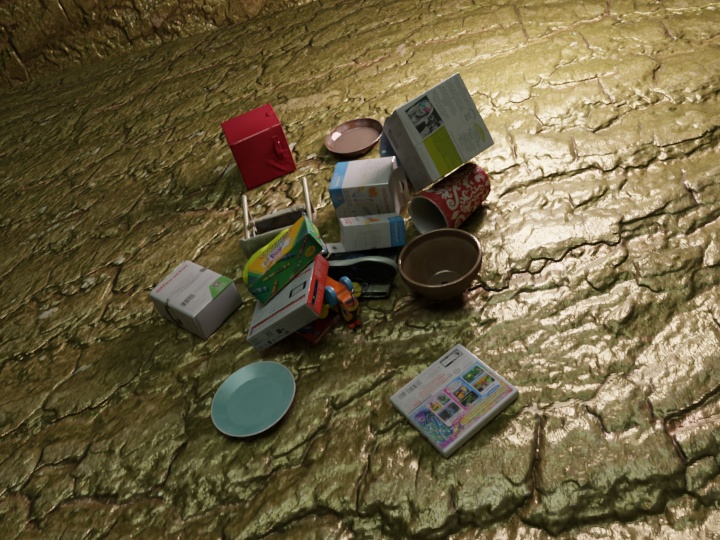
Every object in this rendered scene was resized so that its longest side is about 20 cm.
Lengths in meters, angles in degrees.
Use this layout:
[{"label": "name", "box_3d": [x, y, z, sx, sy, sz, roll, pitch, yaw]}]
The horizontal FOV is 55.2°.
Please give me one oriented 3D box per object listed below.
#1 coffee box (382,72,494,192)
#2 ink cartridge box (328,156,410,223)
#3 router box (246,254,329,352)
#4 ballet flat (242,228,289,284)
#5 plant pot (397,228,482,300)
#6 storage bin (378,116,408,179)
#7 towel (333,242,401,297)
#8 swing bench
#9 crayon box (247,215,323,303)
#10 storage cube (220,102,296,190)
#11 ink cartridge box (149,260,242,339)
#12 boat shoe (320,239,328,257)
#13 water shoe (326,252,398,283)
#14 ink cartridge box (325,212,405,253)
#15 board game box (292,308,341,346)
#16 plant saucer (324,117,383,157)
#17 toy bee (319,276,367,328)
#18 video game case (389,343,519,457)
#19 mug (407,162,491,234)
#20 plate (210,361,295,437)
[{"label": "coffee box", "box_3d": [0.197, -0.351, 1.778, 0.195, 0.203, 0.200, -31, 4, -7]}, {"label": "ink cartridge box", "box_3d": [0.030, -0.217, 1.890, 0.194, 0.131, 0.127, -4, 42, 19]}, {"label": "router box", "box_3d": [-0.168, 0.071, 1.608, 0.198, 0.049, 0.182, -31, 31, 29]}, {"label": "ballet flat", "box_3d": [-0.238, -0.029, 1.773, 0.200, 0.067, 0.067, -43, 14, 15]}, {"label": "plant pot", "box_3d": [0.190, 0.001, 1.606, 0.195, 0.094, 0.204, -11, 41, 9]}, {"label": "storage bin", "box_3d": [0.151, -0.342, 1.996, 0.131, 0.149, 0.201, 0, 33, -22]}, {"label": "towel", "box_3d": [0.000, 0.000, 1.739, 0.187, 0.035, 0.202, 0, 41, 18]}, {"label": "swing bench", "box_3d": [-0.221, -0.122, 1.888, 0.193, 0.132, 0.203, -14, 45, 5]}, {"label": "crayon box", "box_3d": [-0.181, -0.028, 1.639, 0.199, 0.058, 0.119, -42, 25, 10]}, {"label": "storage cube", "box_3d": [-0.326, -0.398, 2.205, 0.176, 0.174, 0.201, -23, 40, -5]}, {"label": "ink cartridge box", "box_3d": [-0.426, 0.072, 1.778, 0.197, 0.086, 0.146, 19, 52, 37]}, {"label": "boat shoe", "box_3d": [-0.166, -0.005, 1.768, 0.200, 0.070, 0.072, -40, 74, -6]}, {"label": "water shoe", "box_3d": [0.000, -0.019, 1.678, 0.194, 0.073, 0.080, 0, 37, 15]}, {"label": "ink cartridge box", "box_3d": [0.009, -0.096, 1.747, 0.194, 0.070, 0.115, -7, 14, -6]}, {"label": "board game box", "box_3d": [-0.150, 0.110, 1.677, 0.197, 0.020, 0.103, 20, 52, 37]}, {"label": "plant saucer", "box_3d": [-0.018, -0.424, 2.220, 0.195, 0.035, 0.203, -11, 39, 9]}, {"label": "toy bee", "box_3d": [-0.046, 0.079, 1.599, 0.128, 0.111, 0.200, -20, 20, -8]}, {"label": "video game case", "box_3d": [0.185, 0.253, 1.376, 0.198, 0.024, 0.181, -34, 42, -18]}, {"label": "mug", "box_3d": [0.222, -0.192, 1.782, 0.176, 0.136, 0.199, 33, 57, 32]}, {"label": "plate", "box_3d": [-0.232, 0.284, 1.506, 0.194, 0.026, 0.203, -12, 40, 10]}]
